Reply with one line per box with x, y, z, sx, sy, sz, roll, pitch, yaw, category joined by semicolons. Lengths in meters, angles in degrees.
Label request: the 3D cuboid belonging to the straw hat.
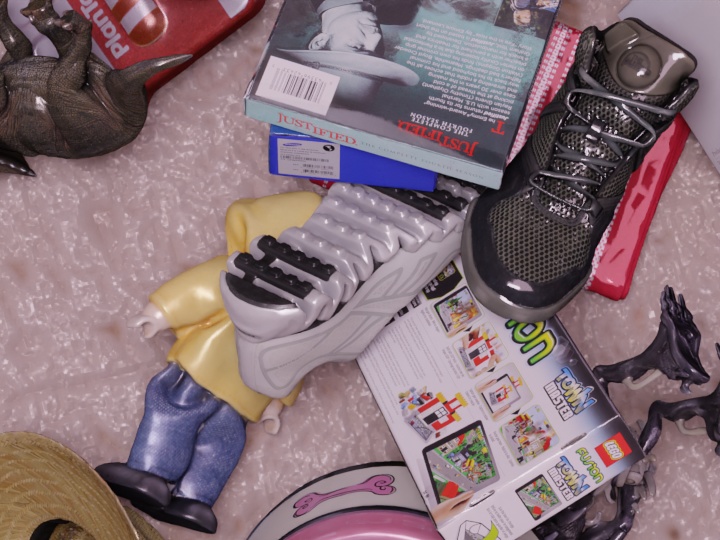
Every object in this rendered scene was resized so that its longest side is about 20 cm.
-0.140;0.178;1.244;0.085;0.201;0.201;-12;81;-46;straw hat

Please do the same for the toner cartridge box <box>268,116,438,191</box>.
0.006;-0.143;1.288;0.095;0.043;0.200;6;60;0;toner cartridge box

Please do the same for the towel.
0.087;-0.080;1.336;0.200;0.022;0.145;21;81;-1;towel

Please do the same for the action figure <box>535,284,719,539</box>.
0.125;0.097;1.276;0.119;0.102;0.200;38;121;-25;action figure

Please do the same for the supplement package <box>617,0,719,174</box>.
0.278;-0.118;1.280;0.151;0.152;0.200;-30;85;-20;supplement package

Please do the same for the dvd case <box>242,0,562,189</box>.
0.035;-0.148;1.256;0.146;0.022;0.200;16;59;6;dvd case

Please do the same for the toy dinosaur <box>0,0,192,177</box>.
-0.166;-0.096;1.261;0.200;0.077;0.102;-13;125;22;toy dinosaur

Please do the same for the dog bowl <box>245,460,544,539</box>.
0.015;0.208;1.229;0.200;0.074;0.200;1;100;8;dog bowl

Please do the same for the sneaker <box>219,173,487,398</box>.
0.000;0.000;1.258;0.075;0.081;0.200;29;44;33;sneaker

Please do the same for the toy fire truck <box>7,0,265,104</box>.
-0.151;-0.192;1.295;0.168;0.112;0.200;-36;89;13;toy fire truck

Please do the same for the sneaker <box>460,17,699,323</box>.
0.118;-0.064;1.228;0.076;0.114;0.199;30;51;8;sneaker

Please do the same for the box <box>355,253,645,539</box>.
0.065;0.062;1.226;0.110;0.200;0.035;-32;124;4;box

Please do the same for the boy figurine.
-0.079;0.040;1.272;0.124;0.064;0.200;33;72;-41;boy figurine
